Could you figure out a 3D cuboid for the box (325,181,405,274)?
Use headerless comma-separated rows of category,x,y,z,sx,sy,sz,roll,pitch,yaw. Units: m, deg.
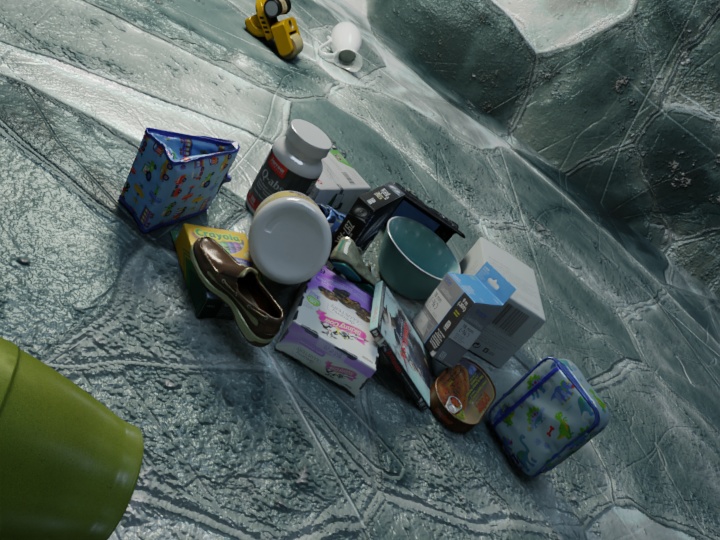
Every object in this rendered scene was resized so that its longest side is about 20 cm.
box,-0.006,-0.077,1.284,0.043,0.201,0.160,40,29,9

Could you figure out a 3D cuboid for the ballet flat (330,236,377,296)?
ballet flat,0.000,0.000,1.228,0.066,0.064,0.201,10,-22,22

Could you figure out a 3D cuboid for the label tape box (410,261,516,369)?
label tape box,0.198,0.072,1.260,0.063,0.202,0.145,32,11,-25

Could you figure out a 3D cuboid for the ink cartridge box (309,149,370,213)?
ink cartridge box,-0.093,-0.209,1.484,0.198,0.085,0.147,-10,54,-52

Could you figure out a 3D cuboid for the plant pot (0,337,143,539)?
plant pot,-0.327,0.186,0.619,0.191,0.200,0.203,33,28,-31

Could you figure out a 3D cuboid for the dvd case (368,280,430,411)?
dvd case,0.077,0.137,1.170,0.202,0.022,0.147,56,22,-23

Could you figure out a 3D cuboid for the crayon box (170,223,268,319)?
crayon box,-0.241,-0.008,1.088,0.124,0.052,0.202,8,41,-41

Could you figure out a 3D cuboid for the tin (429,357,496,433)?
tin,0.199,0.241,1.231,0.112,0.042,0.199,41,30,14

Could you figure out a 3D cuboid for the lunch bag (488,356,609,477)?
lunch bag,0.344,0.270,1.182,0.081,0.200,0.162,11,39,-47

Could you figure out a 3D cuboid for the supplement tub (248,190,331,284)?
supplement tub,-0.129,-0.066,1.142,0.143,0.147,0.200,29,6,-13

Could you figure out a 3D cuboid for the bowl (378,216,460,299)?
bowl,0.116,-0.015,1.423,0.198,0.106,0.203,27,32,-18

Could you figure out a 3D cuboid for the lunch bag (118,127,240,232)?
lunch bag,-0.304,-0.164,1.131,0.094,0.152,0.198,47,32,19

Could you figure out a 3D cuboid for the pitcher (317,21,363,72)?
pitcher,-0.076,-0.835,2.341,0.167,0.122,0.203,9,49,-15

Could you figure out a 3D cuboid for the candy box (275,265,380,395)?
candy box,-0.045,0.098,1.130,0.166,0.072,0.201,32,29,-10

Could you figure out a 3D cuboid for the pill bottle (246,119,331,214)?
pill bottle,-0.146,-0.198,1.297,0.114,0.201,0.117,25,31,-17

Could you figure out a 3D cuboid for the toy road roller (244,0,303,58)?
toy road roller,-0.285,-0.785,2.061,0.123,0.143,0.204,-62,135,-60

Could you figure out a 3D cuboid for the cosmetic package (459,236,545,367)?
cosmetic package,0.295,0.070,1.438,0.163,0.166,0.202,30,31,-12

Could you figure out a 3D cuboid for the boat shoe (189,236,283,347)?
boat shoe,-0.187,0.017,0.988,0.203,0.075,0.074,50,35,9

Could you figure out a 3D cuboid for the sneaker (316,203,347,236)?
sneaker,-0.068,-0.104,1.353,0.072,0.084,0.199,10,19,24

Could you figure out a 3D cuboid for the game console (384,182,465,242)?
game console,0.134,-0.110,1.521,0.198,0.176,0.117,33,41,-8
